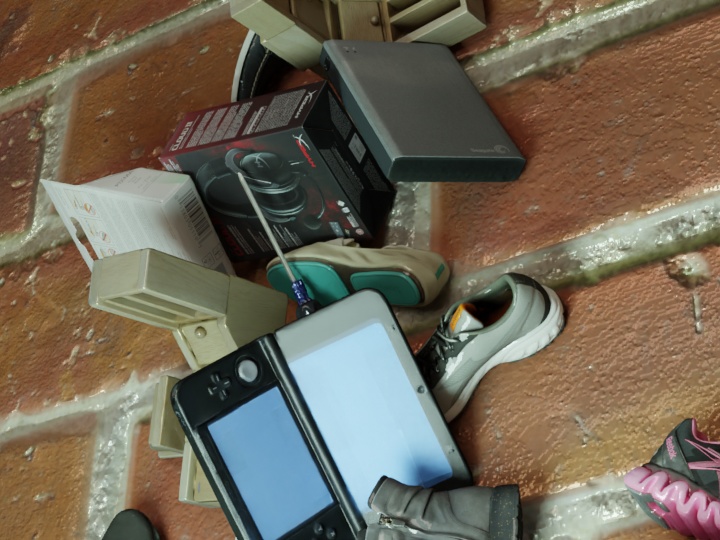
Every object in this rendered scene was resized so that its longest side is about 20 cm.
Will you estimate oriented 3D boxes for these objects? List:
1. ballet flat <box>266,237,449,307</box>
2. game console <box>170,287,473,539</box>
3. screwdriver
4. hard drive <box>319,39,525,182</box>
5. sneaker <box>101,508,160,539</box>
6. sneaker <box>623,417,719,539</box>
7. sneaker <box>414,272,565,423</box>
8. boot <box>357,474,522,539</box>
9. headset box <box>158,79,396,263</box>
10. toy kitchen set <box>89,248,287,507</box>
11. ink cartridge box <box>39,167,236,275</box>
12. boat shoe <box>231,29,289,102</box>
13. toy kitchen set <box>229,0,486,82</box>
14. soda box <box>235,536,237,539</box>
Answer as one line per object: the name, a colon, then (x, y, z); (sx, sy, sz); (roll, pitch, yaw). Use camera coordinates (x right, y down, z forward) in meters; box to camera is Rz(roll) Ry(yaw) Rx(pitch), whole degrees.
ballet flat: (0.000, 0.000, 1.576); (0.200, 0.069, 0.070); (6, 66, 38)
game console: (-0.032, 0.143, 1.386); (0.176, 0.200, 0.116); (-28, 2, -42)
screwdriver: (-0.068, -0.005, 1.565); (0.029, 0.028, 0.201); (-21, 93, 40)
hard drive: (0.056, -0.154, 1.584); (0.200, 0.139, 0.033); (-118, 36, -44)
sneaker: (-0.243, 0.311, 1.530); (0.076, 0.091, 0.201); (-9, 55, 36)
sneaker: (0.294, 0.167, 1.225); (0.200, 0.079, 0.095); (23, 66, 43)
sneaker: (0.081, 0.070, 1.446); (0.200, 0.079, 0.074); (-41, 46, 11)
boot: (0.061, 0.258, 1.314); (0.131, 0.070, 0.200); (-1, 47, 9)
headset box: (-0.090, -0.093, 1.630); (0.200, 0.149, 0.077); (-9, 39, 33)
toy kitchen set: (-0.191, 0.108, 1.534); (0.163, 0.180, 0.201); (-11, 68, 42)
ink cartridge box: (-0.222, -0.032, 1.693); (0.200, 0.161, 0.050); (14, 48, 43)
boat shoe: (-0.086, -0.264, 1.810); (0.060, 0.076, 0.201); (20, 89, 5)
toy kitchen set: (-0.010, -0.314, 1.665); (0.180, 0.200, 0.164); (-24, 58, 29)
soda box: (-0.059, 0.202, 1.473); (0.063, 0.068, 0.201); (-9, 57, 34)
